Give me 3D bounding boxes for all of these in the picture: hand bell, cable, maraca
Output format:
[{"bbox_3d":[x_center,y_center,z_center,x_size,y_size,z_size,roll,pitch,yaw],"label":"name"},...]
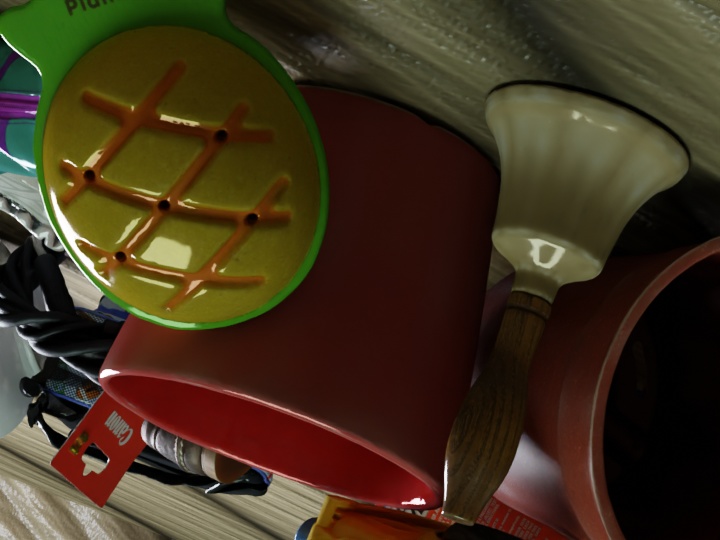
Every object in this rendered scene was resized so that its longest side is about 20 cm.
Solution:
[{"bbox_3d":[0.076,0.024,1.005,0.104,0.200,0.104,19,165,5],"label":"hand bell"},{"bbox_3d":[-0.133,0.015,1.344,0.200,0.163,0.051,26,129,19],"label":"cable"},{"bbox_3d":[-0.091,-0.065,0.991,0.137,0.200,0.107,-18,-163,7],"label":"maraca"}]

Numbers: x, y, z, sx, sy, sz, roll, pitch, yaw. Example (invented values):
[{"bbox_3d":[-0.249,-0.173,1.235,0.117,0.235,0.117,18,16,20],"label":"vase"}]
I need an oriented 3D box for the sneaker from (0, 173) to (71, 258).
[{"bbox_3d":[-0.186,-0.062,1.301,0.200,0.075,0.081,20,147,-20],"label":"sneaker"}]

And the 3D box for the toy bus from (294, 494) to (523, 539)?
[{"bbox_3d":[0.043,0.193,1.151,0.200,0.136,0.192,18,-176,-43],"label":"toy bus"}]

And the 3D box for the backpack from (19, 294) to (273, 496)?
[{"bbox_3d":[-0.142,0.095,1.636,0.190,0.154,0.200,26,173,7],"label":"backpack"}]

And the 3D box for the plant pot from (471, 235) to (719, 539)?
[{"bbox_3d":[0.155,0.073,1.130,0.201,0.201,0.195,27,171,-25],"label":"plant pot"}]

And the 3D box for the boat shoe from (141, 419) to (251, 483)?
[{"bbox_3d":[-0.062,0.062,1.392,0.070,0.200,0.070,18,127,32],"label":"boat shoe"}]

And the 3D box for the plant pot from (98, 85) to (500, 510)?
[{"bbox_3d":[-0.020,0.011,1.126,0.200,0.178,0.200,18,165,5],"label":"plant pot"}]

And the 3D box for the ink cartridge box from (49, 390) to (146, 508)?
[{"bbox_3d":[-0.119,0.083,1.468,0.047,0.200,0.160,36,169,15],"label":"ink cartridge box"}]

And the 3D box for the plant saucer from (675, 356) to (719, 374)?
[{"bbox_3d":[0.281,0.083,1.267,0.200,0.037,0.200,20,165,5],"label":"plant saucer"}]

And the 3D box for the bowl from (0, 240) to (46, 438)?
[{"bbox_3d":[-0.293,0.045,1.648,0.090,0.201,0.201,-11,161,3],"label":"bowl"}]

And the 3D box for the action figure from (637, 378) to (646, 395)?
[{"bbox_3d":[0.188,0.099,1.353,0.052,0.065,0.200,-30,160,21],"label":"action figure"}]

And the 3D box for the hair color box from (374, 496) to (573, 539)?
[{"bbox_3d":[0.117,0.171,1.263,0.200,0.064,0.111,33,-169,19],"label":"hair color box"}]

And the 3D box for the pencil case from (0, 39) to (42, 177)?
[{"bbox_3d":[-0.165,-0.087,1.148,0.200,0.085,0.092,4,-175,44],"label":"pencil case"}]
